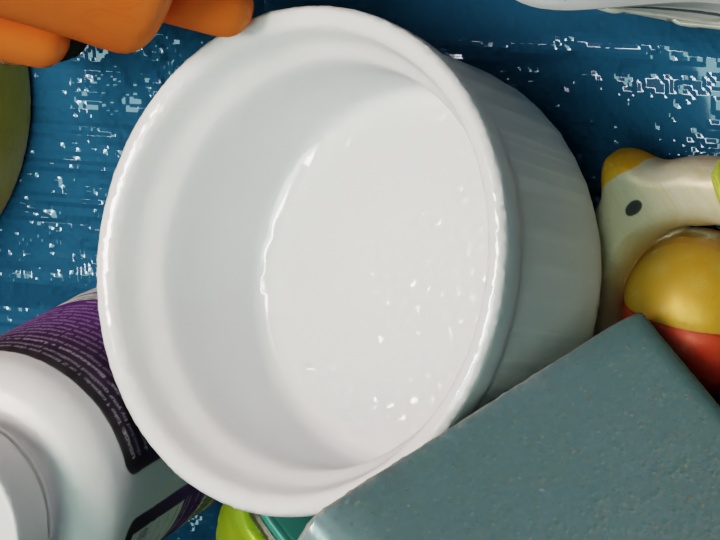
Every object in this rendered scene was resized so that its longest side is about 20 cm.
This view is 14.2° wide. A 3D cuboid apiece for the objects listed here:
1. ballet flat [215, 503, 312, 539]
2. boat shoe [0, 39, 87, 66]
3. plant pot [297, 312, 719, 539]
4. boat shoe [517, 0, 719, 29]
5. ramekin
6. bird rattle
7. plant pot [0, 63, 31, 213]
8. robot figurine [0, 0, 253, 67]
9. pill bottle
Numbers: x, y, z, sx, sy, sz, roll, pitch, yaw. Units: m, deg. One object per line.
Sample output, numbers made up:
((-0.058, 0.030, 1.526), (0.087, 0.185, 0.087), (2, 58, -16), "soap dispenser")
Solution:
((0.005, 0.170, 1.259), (0.200, 0.067, 0.067), (52, 137, 7), "ballet flat")
((-0.148, -0.188, 1.227), (0.074, 0.076, 0.200), (7, 103, 32), "boat shoe")
((0.084, 0.177, 1.099), (0.200, 0.196, 0.196), (44, 138, 20), "plant pot")
((0.144, -0.124, 1.118), (0.200, 0.066, 0.072), (-1, 100, 1), "boat shoe")
((0.000, 0.000, 1.162), (0.200, 0.098, 0.201), (-5, 82, 36), "ramekin")
((0.160, 0.027, 1.153), (0.163, 0.113, 0.200), (18, 123, 30), "bird rattle")
((-0.266, -0.071, 1.262), (0.200, 0.142, 0.200), (6, 106, 22), "plant pot")
((-0.130, -0.156, 1.126), (0.200, 0.144, 0.117), (16, 69, -12), "robot figurine")
((-0.131, 0.078, 1.209), (0.111, 0.200, 0.112), (6, 105, 21), "pill bottle")
